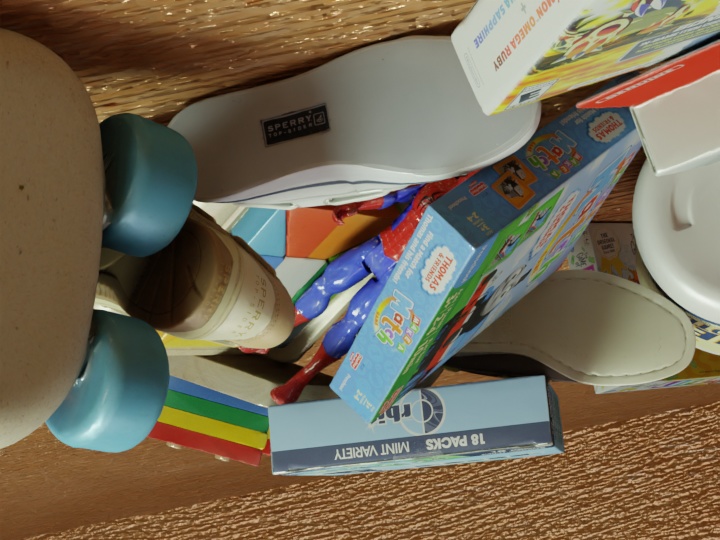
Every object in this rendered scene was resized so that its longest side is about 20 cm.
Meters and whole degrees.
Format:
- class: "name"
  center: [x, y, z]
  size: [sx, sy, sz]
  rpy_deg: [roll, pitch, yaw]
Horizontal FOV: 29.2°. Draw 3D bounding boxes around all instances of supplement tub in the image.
- class: "supplement tub"
  center: [0.258, -0.020, 0.937]
  size: [0.143, 0.147, 0.200]
  rpy_deg: [-13, 166, 10]

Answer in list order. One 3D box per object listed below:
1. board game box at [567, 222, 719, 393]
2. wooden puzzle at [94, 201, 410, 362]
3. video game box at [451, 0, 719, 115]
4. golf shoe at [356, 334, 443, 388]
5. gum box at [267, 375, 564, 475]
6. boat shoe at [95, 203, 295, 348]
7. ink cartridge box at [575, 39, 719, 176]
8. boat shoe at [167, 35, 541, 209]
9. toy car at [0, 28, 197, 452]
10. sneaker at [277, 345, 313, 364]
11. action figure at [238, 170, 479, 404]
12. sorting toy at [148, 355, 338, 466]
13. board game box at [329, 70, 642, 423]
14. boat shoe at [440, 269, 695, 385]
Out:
- class: "board game box"
  center: [0.267, 0.029, 1.172]
  size: [0.198, 0.136, 0.034]
  rpy_deg: [-2, 164, -35]
- class: "wooden puzzle"
  center: [-0.055, -0.002, 0.863]
  size: [0.185, 0.037, 0.199]
  rpy_deg: [-46, 149, 24]
- class: "video game box"
  center: [0.154, -0.136, 0.528]
  size: [0.198, 0.047, 0.182]
  rpy_deg: [-19, 167, -19]
- class: "golf shoe"
  center: [0.048, 0.027, 1.024]
  size: [0.092, 0.073, 0.200]
  rpy_deg: [-40, -169, 19]
- class: "gum box"
  center: [0.044, 0.104, 0.901]
  size: [0.168, 0.045, 0.200]
  rpy_deg: [-7, 171, 10]
- class: "boat shoe"
  center: [-0.104, -0.004, 0.707]
  size: [0.064, 0.072, 0.199]
  rpy_deg: [27, -177, -38]
- class: "ink cartridge box"
  center: [0.220, -0.097, 0.644]
  size: [0.198, 0.044, 0.173]
  rpy_deg: [-22, 177, 29]
- class: "boat shoe"
  center: [-0.002, -0.072, 0.711]
  size: [0.197, 0.075, 0.065]
  rpy_deg: [-4, 173, 17]
- class: "toy car"
  center: [-0.208, -0.007, 0.620]
  size: [0.199, 0.179, 0.183]
  rpy_deg: [-6, 163, 45]
- class: "sneaker"
  center: [-0.024, 0.014, 1.019]
  size: [0.114, 0.076, 0.200]
  rpy_deg: [-15, 165, 7]
- class: "action figure"
  center: [0.000, 0.000, 0.817]
  size: [0.200, 0.066, 0.099]
  rpy_deg: [-42, 164, 16]
- class: "sorting toy"
  center: [-0.125, 0.089, 1.030]
  size: [0.197, 0.070, 0.200]
  rpy_deg: [17, 179, 18]
- class: "board game box"
  center: [0.079, -0.016, 0.765]
  size: [0.199, 0.037, 0.152]
  rpy_deg: [-36, 162, -42]
- class: "boat shoe"
  center: [0.117, 0.040, 0.900]
  size: [0.197, 0.073, 0.060]
  rpy_deg: [4, 166, 13]
